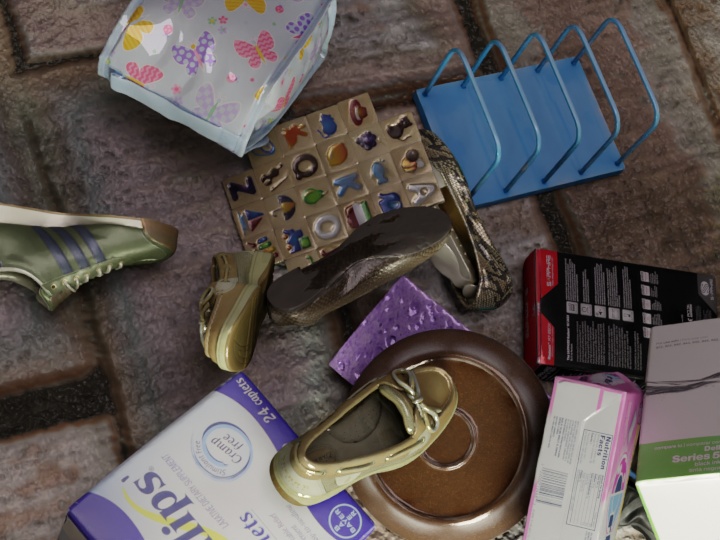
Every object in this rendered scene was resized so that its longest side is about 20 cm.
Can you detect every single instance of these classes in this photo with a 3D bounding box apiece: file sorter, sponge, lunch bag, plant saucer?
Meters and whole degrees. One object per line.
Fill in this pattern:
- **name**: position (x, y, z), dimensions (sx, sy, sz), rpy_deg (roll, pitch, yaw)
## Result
- **file sorter**: position (0.181, -0.166, 1.527), dimensions (0.199, 0.123, 0.139), rpy_deg (-14, 72, -21)
- **sponge**: position (0.080, 0.108, 1.397), dimensions (0.200, 0.030, 0.112), rpy_deg (40, 90, 8)
- **lunch bag**: position (-0.138, -0.212, 1.440), dimensions (0.169, 0.127, 0.200), rpy_deg (26, 53, 5)
- **plant saucer**: position (0.078, 0.153, 1.363), dimensions (0.199, 0.032, 0.202), rpy_deg (-1, 84, 8)

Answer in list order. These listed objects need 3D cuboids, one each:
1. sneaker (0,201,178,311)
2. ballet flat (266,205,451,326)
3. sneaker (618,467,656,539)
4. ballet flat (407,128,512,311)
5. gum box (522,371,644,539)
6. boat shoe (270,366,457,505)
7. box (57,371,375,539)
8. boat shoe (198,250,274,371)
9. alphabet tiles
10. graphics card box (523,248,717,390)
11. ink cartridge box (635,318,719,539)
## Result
- **sneaker**: position (-0.269, -0.005, 1.361), dimensions (0.199, 0.067, 0.090), rpy_deg (6, 74, -14)
- **ballet flat**: position (0.000, 0.000, 1.393), dimensions (0.199, 0.047, 0.067), rpy_deg (-30, 48, -21)
- **sneaker**: position (0.225, 0.214, 1.420), dimensions (0.199, 0.071, 0.083), rpy_deg (39, 81, 0)
- **ballet flat**: position (0.083, -0.050, 1.475), dimensions (0.075, 0.068, 0.201), rpy_deg (-13, 73, -46)
- **gum box**: position (0.196, 0.187, 1.322), dimensions (0.066, 0.113, 0.201), rpy_deg (11, 90, 19)
- **boat shoe**: position (0.014, 0.132, 1.271), dimensions (0.200, 0.063, 0.073), rpy_deg (-22, 73, -35)
- **box**: position (-0.124, 0.225, 1.281), dimensions (0.200, 0.105, 0.184), rpy_deg (-39, 82, -26)
- **boat shoe**: position (-0.120, 0.031, 1.335), dimensions (0.063, 0.074, 0.201), rpy_deg (9, 24, 2)
- **alphabet tiles**: position (-0.027, -0.077, 1.452), dimensions (0.199, 0.006, 0.167), rpy_deg (-20, 74, -1)
- **graphics card box**: position (0.261, 0.055, 1.499), dimensions (0.199, 0.051, 0.126), rpy_deg (7, 66, -13)
- **ink cartridge box**: position (0.313, 0.163, 1.355), dimensions (0.084, 0.146, 0.201), rpy_deg (-10, 37, 24)
